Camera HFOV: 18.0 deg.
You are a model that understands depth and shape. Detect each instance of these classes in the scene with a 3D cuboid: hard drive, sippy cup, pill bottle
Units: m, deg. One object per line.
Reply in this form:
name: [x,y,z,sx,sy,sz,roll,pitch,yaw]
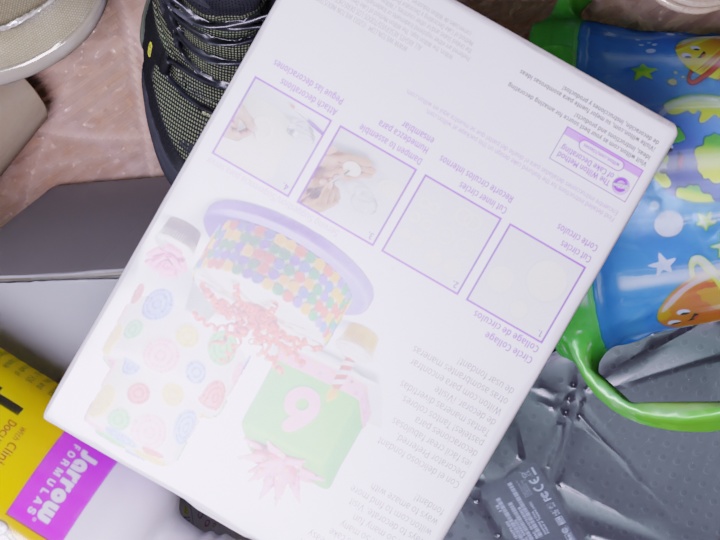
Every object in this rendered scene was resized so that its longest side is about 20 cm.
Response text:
hard drive: [0.119,0.086,0.991,0.200,0.042,0.135,-28,101,19]
sippy cup: [0.137,-0.037,0.895,0.130,0.140,0.178,-5,110,11]
pill bottle: [-0.140,0.087,0.860,0.200,0.104,0.104,31,112,2]

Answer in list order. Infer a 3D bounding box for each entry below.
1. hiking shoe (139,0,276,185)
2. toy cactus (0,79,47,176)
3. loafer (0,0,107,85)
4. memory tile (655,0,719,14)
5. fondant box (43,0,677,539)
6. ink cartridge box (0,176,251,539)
hiking shoe: [-0.055,-0.107,0.867,0.076,0.101,0.200,11,114,9]
toy cactus: [-0.211,-0.031,0.982,0.165,0.200,0.102,-43,89,-18]
loafer: [-0.206,-0.123,0.949,0.200,0.076,0.068,1,145,4]
memory tile: [0.141,-0.171,0.849,0.200,0.017,0.153,44,81,1]
fondant box: [0.000,0.000,0.812,0.144,0.058,0.200,30,93,-2]
ink cartridge box: [-0.077,0.070,0.974,0.144,0.145,0.200,-2,107,14]
